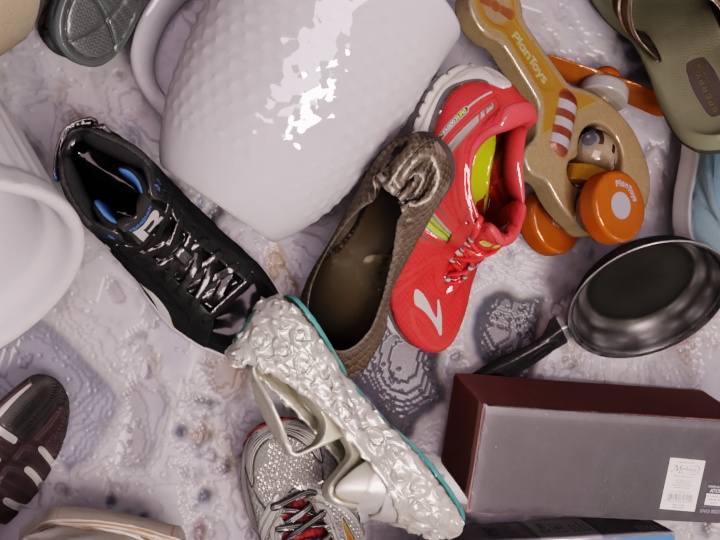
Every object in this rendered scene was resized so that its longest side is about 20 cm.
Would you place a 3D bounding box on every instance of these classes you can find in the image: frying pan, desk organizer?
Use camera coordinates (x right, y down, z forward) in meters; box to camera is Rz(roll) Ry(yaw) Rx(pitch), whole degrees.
[{"bbox_3d":[0.170,0.039,0.794,0.114,0.031,0.190,28,124,-34],"label":"frying pan"},{"bbox_3d":[0.160,0.118,0.772,0.196,0.077,0.073,5,101,-13],"label":"desk organizer"}]

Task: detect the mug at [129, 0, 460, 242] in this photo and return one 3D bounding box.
[{"bbox_3d":[-0.062,-0.129,0.729,0.199,0.148,0.177,32,89,23],"label":"mug"}]

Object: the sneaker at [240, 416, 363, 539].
[{"bbox_3d":[-0.023,0.192,0.748,0.077,0.082,0.203,-20,91,-6],"label":"sneaker"}]

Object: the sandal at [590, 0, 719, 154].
[{"bbox_3d":[0.207,-0.172,0.759,0.079,0.057,0.203,-30,62,13],"label":"sandal"}]

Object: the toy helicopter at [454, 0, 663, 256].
[{"bbox_3d":[0.136,-0.117,0.772,0.132,0.078,0.201,-45,107,-28],"label":"toy helicopter"}]

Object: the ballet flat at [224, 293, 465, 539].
[{"bbox_3d":[-0.016,0.107,0.729,0.071,0.072,0.201,-39,96,-6],"label":"ballet flat"}]

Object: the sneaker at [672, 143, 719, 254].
[{"bbox_3d":[0.267,-0.107,0.779,0.073,0.082,0.204,3,89,-30],"label":"sneaker"}]

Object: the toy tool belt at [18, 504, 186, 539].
[{"bbox_3d":[-0.141,0.224,0.731,0.198,0.123,0.127,23,75,-18],"label":"toy tool belt"}]

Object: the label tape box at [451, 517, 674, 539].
[{"bbox_3d":[0.112,0.248,0.775,0.196,0.066,0.146,-1,90,-5],"label":"label tape box"}]

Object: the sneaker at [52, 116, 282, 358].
[{"bbox_3d":[-0.122,-0.011,0.724,0.200,0.112,0.073,44,86,-5],"label":"sneaker"}]

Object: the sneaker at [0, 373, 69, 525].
[{"bbox_3d":[-0.281,0.138,0.725,0.114,0.076,0.201,19,63,24],"label":"sneaker"}]

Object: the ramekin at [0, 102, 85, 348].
[{"bbox_3d":[-0.271,-0.022,0.664,0.198,0.201,0.099,-28,68,-7],"label":"ramekin"}]

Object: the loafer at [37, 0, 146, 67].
[{"bbox_3d":[-0.153,-0.230,0.749,0.072,0.063,0.202,36,81,-42],"label":"loafer"}]

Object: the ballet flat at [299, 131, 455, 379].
[{"bbox_3d":[0.000,0.000,0.722,0.067,0.046,0.201,38,125,13],"label":"ballet flat"}]

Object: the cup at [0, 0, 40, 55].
[{"bbox_3d":[-0.274,-0.191,0.683,0.141,0.199,0.204,-7,90,-32],"label":"cup"}]

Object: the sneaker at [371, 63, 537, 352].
[{"bbox_3d":[0.063,-0.027,0.729,0.076,0.085,0.203,-12,124,-34],"label":"sneaker"}]
